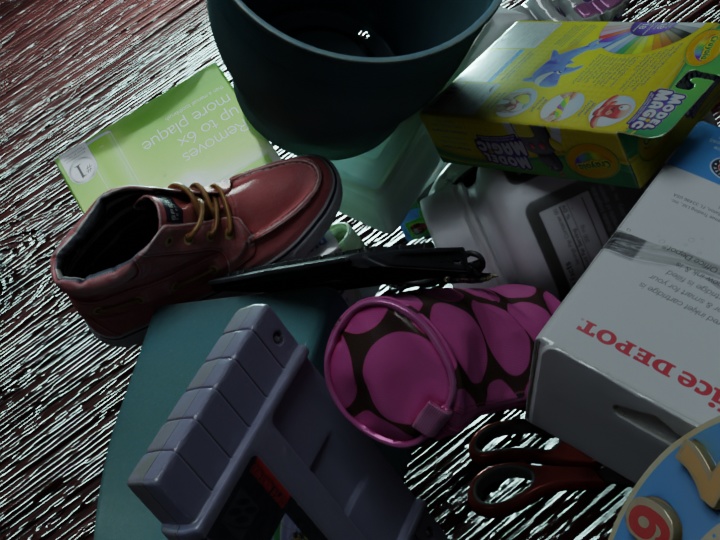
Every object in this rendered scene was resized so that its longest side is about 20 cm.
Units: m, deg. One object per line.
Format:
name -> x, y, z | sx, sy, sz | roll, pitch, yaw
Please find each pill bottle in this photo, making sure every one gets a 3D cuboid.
pill bottle -> 0.149, -0.046, 0.882 | 0.199, 0.114, 0.114 | -24, 33, 7

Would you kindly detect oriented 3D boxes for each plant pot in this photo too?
plant pot -> -0.013, -0.176, 0.867 | 0.198, 0.188, 0.202 | 3, 66, -8
plant pot -> -0.071, 0.136, 0.781 | 0.140, 0.142, 0.201 | -7, 45, 29

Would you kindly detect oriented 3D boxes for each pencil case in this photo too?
pencil case -> 0.065, 0.054, 0.747 | 0.091, 0.199, 0.094 | -43, 70, 27

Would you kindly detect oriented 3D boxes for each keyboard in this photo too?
keyboard -> 0.000, 0.000, 0.777 | 0.126, 0.021, 0.200 | 4, -6, -31

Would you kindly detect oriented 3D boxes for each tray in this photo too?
tray -> 0.034, -0.130, 0.970 | 0.107, 0.022, 0.201 | 26, 78, 35

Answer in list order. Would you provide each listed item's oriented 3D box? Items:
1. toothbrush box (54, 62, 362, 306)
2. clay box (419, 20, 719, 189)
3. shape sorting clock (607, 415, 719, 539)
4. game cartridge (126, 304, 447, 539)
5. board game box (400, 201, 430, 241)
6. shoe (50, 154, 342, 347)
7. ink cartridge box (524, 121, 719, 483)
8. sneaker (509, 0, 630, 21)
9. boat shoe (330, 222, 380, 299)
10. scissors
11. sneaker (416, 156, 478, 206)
toothbrush box -> -0.113, -0.031, 0.947 | 0.145, 0.086, 0.201 | -31, 62, -4
clay box -> 0.146, -0.110, 0.820 | 0.115, 0.048, 0.199 | -44, 35, -24
shape sorting clock -> 0.179, 0.159, 0.566 | 0.199, 0.039, 0.202 | -17, 66, 45
game cartridge -> -0.030, 0.133, 0.692 | 0.038, 0.200, 0.130 | -14, 34, 36
board game box -> 0.130, -0.107, 1.050 | 0.199, 0.037, 0.152 | -15, 35, 19
shoe -> -0.105, -0.028, 0.842 | 0.199, 0.091, 0.072 | -32, 62, -4
ink cartridge box -> 0.204, 0.029, 0.717 | 0.145, 0.084, 0.200 | 29, 56, 22
sneaker -> 0.127, -0.165, 1.018 | 0.199, 0.089, 0.081 | -28, 58, -3
boat shoe -> -0.078, 0.031, 0.994 | 0.199, 0.062, 0.072 | -33, 33, -7
scissors -> 0.151, 0.113, 0.756 | 0.199, 0.014, 0.073 | -8, 38, 29
sneaker -> 0.120, -0.109, 0.962 | 0.200, 0.074, 0.079 | -37, 40, 1
